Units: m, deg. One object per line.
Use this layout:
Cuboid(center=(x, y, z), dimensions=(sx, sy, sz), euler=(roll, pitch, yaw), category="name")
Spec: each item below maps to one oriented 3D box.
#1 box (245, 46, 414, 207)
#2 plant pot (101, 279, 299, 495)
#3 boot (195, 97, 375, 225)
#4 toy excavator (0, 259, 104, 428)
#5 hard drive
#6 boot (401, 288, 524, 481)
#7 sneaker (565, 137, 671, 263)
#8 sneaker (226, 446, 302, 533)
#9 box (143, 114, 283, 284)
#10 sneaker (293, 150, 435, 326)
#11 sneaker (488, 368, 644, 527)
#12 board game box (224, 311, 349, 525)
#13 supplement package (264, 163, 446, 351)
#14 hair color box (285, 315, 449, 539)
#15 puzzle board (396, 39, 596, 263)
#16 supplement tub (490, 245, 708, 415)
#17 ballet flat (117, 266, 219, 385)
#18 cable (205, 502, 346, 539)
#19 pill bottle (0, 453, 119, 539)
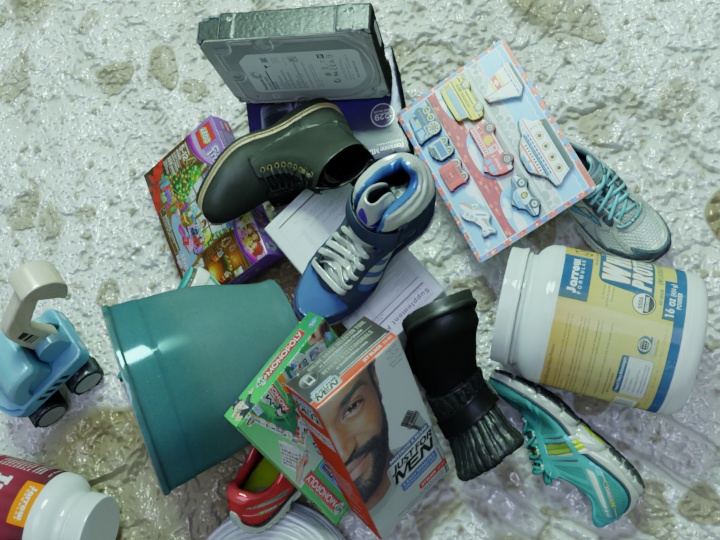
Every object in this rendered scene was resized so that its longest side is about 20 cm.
Cuboid(center=(-0.037, -0.178, 0.918), dimensions=(0.194, 0.079, 0.145), euler=(-12, 77, 9), category="box")
Cuboid(center=(-0.156, 0.105, 0.785), dimensions=(0.184, 0.201, 0.204), euler=(-19, 72, -18), category="plant pot")
Cuboid(center=(-0.087, -0.103, 0.797), dimensions=(0.199, 0.078, 0.139), euler=(-40, 37, 2), category="boot")
Cuboid(center=(-0.388, 0.088, 0.867), dimensions=(0.194, 0.200, 0.100), euler=(-43, 73, 0), category="toy excavator")
Cuboid(center=(-0.069, -0.240, 0.826), dimensions=(0.194, 0.140, 0.039), euler=(2, 74, 12), category="hard drive")
Cuboid(center=(0.109, 0.122, 0.752), dimensions=(0.078, 0.212, 0.161), euler=(-23, 68, -6), category="boot")
Cuboid(center=(0.263, -0.083, 0.824), dimensions=(0.199, 0.086, 0.078), euler=(40, 88, 18), category="sneaker")
Cuboid(center=(-0.073, 0.195, 0.808), dimensions=(0.076, 0.086, 0.201), euler=(21, 54, 26), category="sneaker")
Cuboid(center=(-0.190, -0.071, 0.923), dimensions=(0.135, 0.039, 0.204), euler=(-33, 71, 24), category="box")
Cuboid(center=(-0.006, -0.033, 0.723), dimensions=(0.199, 0.147, 0.081), euler=(-43, 72, -2), category="sneaker")
Cuboid(center=(0.208, 0.186, 0.783), dimensions=(0.200, 0.077, 0.080), euler=(44, 97, 18), category="sneaker")
Cuboid(center=(-0.039, 0.160, 0.769), dimensions=(0.029, 0.202, 0.135), euler=(20, 62, 47), category="board game box")
Cuboid(center=(0.000, 0.000, 0.850), dimensions=(0.113, 0.110, 0.201), euler=(-41, 72, 0), category="supplement package")
Cuboid(center=(0.013, 0.164, 0.751), dimensions=(0.110, 0.203, 0.063), euler=(-38, 35, -22), category="hair color box")
Cuboid(center=(0.147, -0.135, 0.816), dimensions=(0.149, 0.017, 0.204), euler=(-32, 77, 14), category="puzzle board")
Cuboid(center=(0.244, 0.057, 0.765), dimensions=(0.194, 0.145, 0.149), euler=(12, 80, 14), category="supplement tub")
Cuboid(center=(-0.228, 0.083, 0.893), dimensions=(0.070, 0.069, 0.201), euler=(48, 115, 18), category="ballet flat")
Cuboid(center=(-0.097, 0.362, 0.808), dimensions=(0.198, 0.069, 0.202), euler=(-37, 72, 2), category="cable")
Cuboid(center=(-0.394, 0.289, 0.868), dimensions=(0.194, 0.113, 0.116), euler=(8, 79, 14), category="pill bottle")
